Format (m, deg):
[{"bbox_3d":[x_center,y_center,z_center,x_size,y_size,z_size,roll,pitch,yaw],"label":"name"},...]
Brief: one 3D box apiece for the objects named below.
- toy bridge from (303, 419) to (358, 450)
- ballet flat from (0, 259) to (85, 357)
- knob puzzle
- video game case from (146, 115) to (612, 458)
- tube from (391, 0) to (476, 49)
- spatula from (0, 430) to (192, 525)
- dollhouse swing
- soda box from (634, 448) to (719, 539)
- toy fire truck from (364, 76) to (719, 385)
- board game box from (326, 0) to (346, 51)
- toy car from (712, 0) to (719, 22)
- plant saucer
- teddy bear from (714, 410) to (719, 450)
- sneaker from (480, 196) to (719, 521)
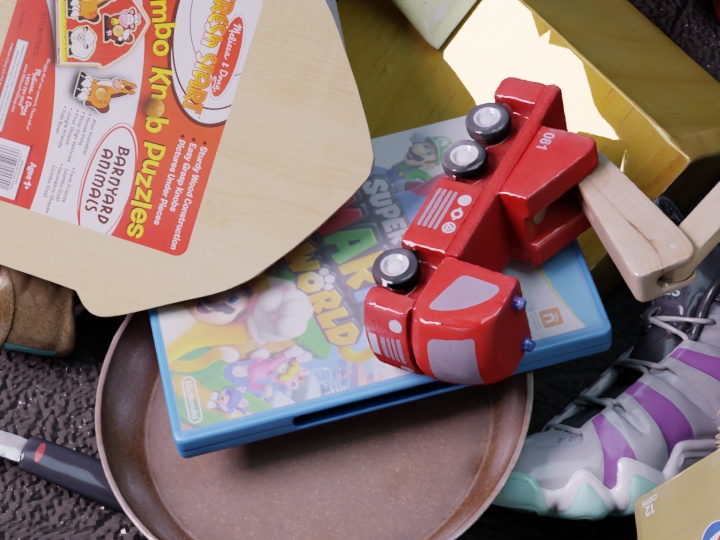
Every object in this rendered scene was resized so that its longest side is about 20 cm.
[{"bbox_3d":[0.005,0.084,0.784,0.067,0.027,0.201,6,55,-8],"label":"toy bridge"},{"bbox_3d":[-0.136,-0.040,0.824,0.072,0.068,0.201,28,53,-17],"label":"ballet flat"},{"bbox_3d":[-0.090,-0.074,0.757,0.218,0.030,0.221,0,90,1],"label":"knob puzzle"},{"bbox_3d":[0.000,0.000,0.767,0.199,0.018,0.144,-14,53,-4],"label":"video game case"},{"bbox_3d":[-0.012,-0.206,0.833,0.200,0.058,0.052,41,49,0],"label":"tube"},{"bbox_3d":[-0.169,0.081,0.755,0.199,0.021,0.057,19,53,1],"label":"spatula"},{"bbox_3d":[0.094,-0.077,0.909,0.200,0.176,0.182,45,101,19],"label":"dollhouse swing"},{"bbox_3d":[0.219,0.140,0.725,0.199,0.068,0.064,20,51,-26],"label":"soda box"},{"bbox_3d":[0.104,-0.026,0.720,0.140,0.049,0.200,16,57,27],"label":"toy fire truck"},{"bbox_3d":[-0.070,-0.155,0.807,0.035,0.201,0.126,-23,18,-39],"label":"board game box"},{"bbox_3d":[0.254,-0.212,0.976,0.199,0.175,0.151,-18,96,-23],"label":"toy car"},{"bbox_3d":[-0.020,0.062,0.756,0.199,0.035,0.201,-4,53,5],"label":"plant saucer"},{"bbox_3d":[0.239,0.033,0.720,0.199,0.146,0.067,16,6,-33],"label":"teddy bear"},{"bbox_3d":[0.139,0.036,0.782,0.199,0.078,0.141,-9,94,-27],"label":"sneaker"}]
